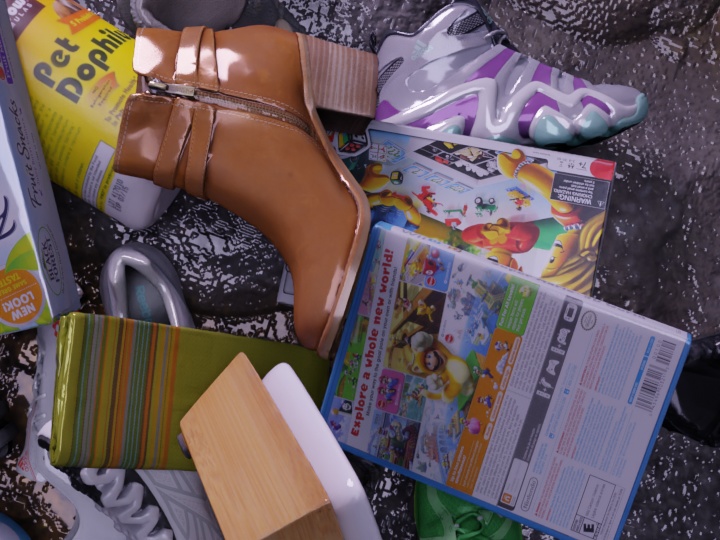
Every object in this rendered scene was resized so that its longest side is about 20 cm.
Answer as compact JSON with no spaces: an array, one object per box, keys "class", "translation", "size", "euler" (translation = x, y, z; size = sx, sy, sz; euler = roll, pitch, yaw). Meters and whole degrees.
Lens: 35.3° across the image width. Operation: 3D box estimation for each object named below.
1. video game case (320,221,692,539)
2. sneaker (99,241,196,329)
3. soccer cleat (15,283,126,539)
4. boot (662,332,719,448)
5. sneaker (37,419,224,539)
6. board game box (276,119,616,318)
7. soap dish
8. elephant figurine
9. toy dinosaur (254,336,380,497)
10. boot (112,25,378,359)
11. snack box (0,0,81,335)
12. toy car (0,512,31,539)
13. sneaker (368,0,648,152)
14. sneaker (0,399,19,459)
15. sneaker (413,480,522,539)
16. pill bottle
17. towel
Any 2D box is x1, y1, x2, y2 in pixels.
[{"class":"video game case","translation":[0.081,0.071,0.684],"size":[0.197,0.018,0.146],"euler":[20,106,12]},{"class":"sneaker","translation":[-0.130,0.077,0.766],"size":[0.069,0.080,0.203],"euler":[-24,91,-7]},{"class":"soccer cleat","translation":[-0.199,0.098,0.764],"size":[0.084,0.068,0.203],"euler":[-20,94,-17]},{"class":"boot","translation":[0.171,0.062,0.746],"size":[0.196,0.168,0.078],"euler":[15,85,-4]},{"class":"sneaker","translation":[-0.119,0.149,0.726],"size":[0.081,0.074,0.202],"euler":[-46,125,-25]},{"class":"board game box","translation":[0.054,-0.021,0.722],"size":[0.196,0.035,0.129],"euler":[11,85,11]},{"class":"soap dish","translation":[-0.035,0.170,0.665],"size":[0.080,0.157,0.203],"euler":[-23,122,-11]},{"class":"elephant figurine","translation":[-0.106,-0.190,0.761],"size":[0.152,0.141,0.204],"euler":[3,102,21]},{"class":"toy dinosaur","translation":[-0.013,0.113,0.792],"size":[0.197,0.047,0.090],"euler":[20,79,-7]},{"class":"boot","translation":[-0.071,-0.053,0.670],"size":[0.152,0.077,0.204],"euler":[6,78,-9]},{"class":"snack box","translation":[-0.264,-0.057,0.685],"size":[0.140,0.053,0.204],"euler":[-11,97,9]},{"class":"toy car","translation":[-0.259,0.278,0.671],"size":[0.177,0.200,0.185],"euler":[42,96,-2]},{"class":"sneaker","translation":[0.101,-0.152,0.795],"size":[0.196,0.078,0.143],"euler":[-8,89,-5]},{"class":"sneaker","translation":[-0.259,0.068,0.763],"size":[0.098,0.071,0.202],"euler":[31,91,-4]},{"class":"sneaker","translation":[0.071,0.193,0.702],"size":[0.073,0.084,0.203],"euler":[-2,63,1]},{"class":"pill bottle","translation":[-0.201,-0.122,0.753],"size":[0.198,0.109,0.110],"euler":[31,85,-3]},{"class":"towel","translation":[-0.099,0.081,0.701],"size":[0.198,0.018,0.088],"euler":[12,80,-42]}]
